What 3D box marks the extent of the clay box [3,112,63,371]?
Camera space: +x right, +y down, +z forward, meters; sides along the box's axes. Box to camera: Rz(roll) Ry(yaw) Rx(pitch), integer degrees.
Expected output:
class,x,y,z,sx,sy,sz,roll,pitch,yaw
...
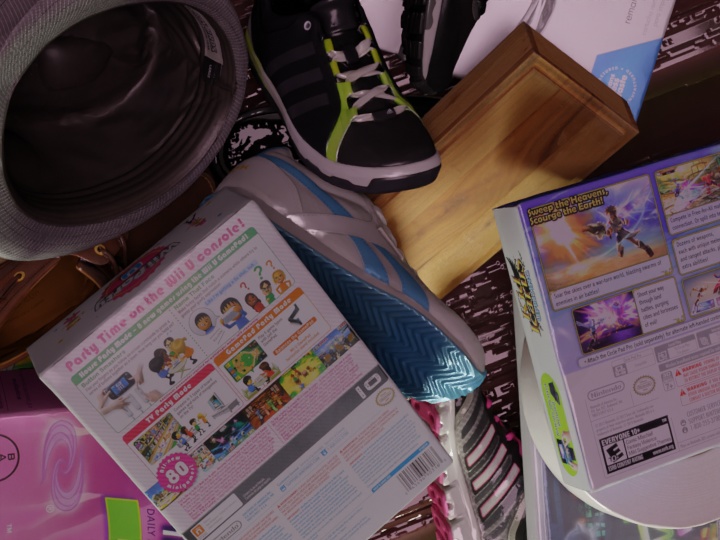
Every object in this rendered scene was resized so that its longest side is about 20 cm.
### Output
class,x,y,z,sx,sy,sz,roll,pitch,yaw
clay box,-0.207,-0.019,0.863,0.047,0.115,0.201,26,102,31

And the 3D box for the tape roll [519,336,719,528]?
class,x,y,z,sx,sy,sz,roll,pitch,yaw
tape roll,0.204,0.069,0.886,0.201,0.037,0.204,0,89,-16

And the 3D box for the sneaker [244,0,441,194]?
class,x,y,z,sx,sy,sz,roll,pitch,yaw
sneaker,-0.019,-0.125,0.815,0.071,0.200,0.083,-18,137,-28

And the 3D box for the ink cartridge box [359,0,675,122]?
class,x,y,z,sx,sy,sz,roll,pitch,yaw
ink cartridge box,0.097,-0.176,0.869,0.199,0.067,0.117,15,101,-5

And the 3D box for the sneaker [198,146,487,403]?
class,x,y,z,sx,sy,sz,roll,pitch,yaw
sneaker,0.000,0.000,0.809,0.200,0.081,0.077,39,135,-3

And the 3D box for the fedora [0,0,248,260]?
class,x,y,z,sx,sy,sz,roll,pitch,yaw
fedora,-0.159,-0.104,0.741,0.199,0.090,0.178,-30,142,-36

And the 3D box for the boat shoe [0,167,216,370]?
class,x,y,z,sx,sy,sz,roll,pitch,yaw
boat shoe,-0.163,-0.001,0.810,0.200,0.067,0.072,-35,128,-22

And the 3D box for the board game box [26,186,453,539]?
class,x,y,z,sx,sy,sz,roll,pitch,yaw
board game box,-0.065,0.077,0.751,0.147,0.064,0.200,-40,111,-9

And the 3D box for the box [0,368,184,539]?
class,x,y,z,sx,sy,sz,roll,pitch,yaw
box,-0.152,0.154,0.821,0.199,0.097,0.177,-3,102,-19

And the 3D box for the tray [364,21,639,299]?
class,x,y,z,sx,sy,sz,roll,pitch,yaw
tray,0.070,-0.058,0.855,0.098,0.037,0.200,29,122,-31

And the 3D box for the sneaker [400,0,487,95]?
class,x,y,z,sx,sy,sz,roll,pitch,yaw
sneaker,0.081,-0.201,0.794,0.087,0.076,0.201,9,100,-10

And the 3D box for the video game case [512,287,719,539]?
class,x,y,z,sx,sy,sz,roll,pitch,yaw
video game case,0.195,0.100,0.913,0.181,0.023,0.202,-4,91,-17

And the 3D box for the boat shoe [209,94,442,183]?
class,x,y,z,sx,sy,sz,roll,pitch,yaw
boat shoe,-0.003,-0.079,0.889,0.200,0.063,0.074,-1,99,-4

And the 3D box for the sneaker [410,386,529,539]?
class,x,y,z,sx,sy,sz,roll,pitch,yaw
sneaker,0.090,0.126,0.931,0.087,0.074,0.201,-11,98,-10

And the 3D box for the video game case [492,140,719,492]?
class,x,y,z,sx,sy,sz,roll,pitch,yaw
video game case,0.200,0.020,0.842,0.199,0.045,0.182,-16,95,-17
